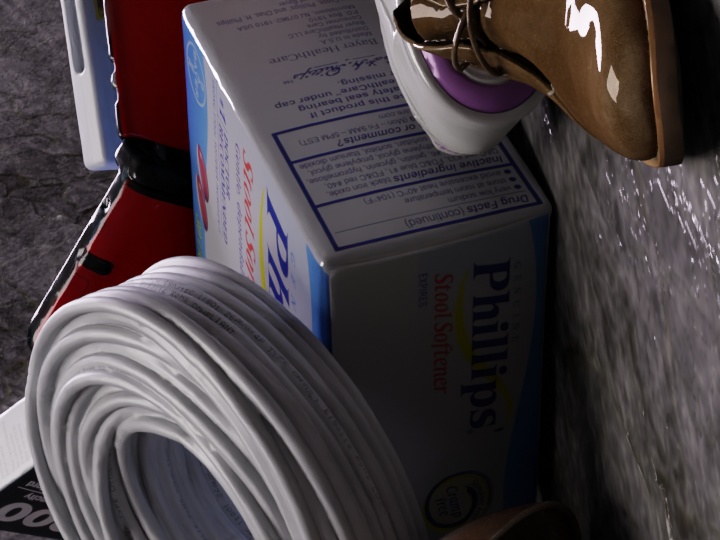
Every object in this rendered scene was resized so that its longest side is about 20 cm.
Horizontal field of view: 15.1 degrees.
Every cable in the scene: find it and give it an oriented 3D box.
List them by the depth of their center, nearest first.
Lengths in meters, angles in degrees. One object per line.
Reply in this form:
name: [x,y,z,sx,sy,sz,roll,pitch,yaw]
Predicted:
cable: [-0.054,0.092,1.109,0.200,0.069,0.201,36,140,30]

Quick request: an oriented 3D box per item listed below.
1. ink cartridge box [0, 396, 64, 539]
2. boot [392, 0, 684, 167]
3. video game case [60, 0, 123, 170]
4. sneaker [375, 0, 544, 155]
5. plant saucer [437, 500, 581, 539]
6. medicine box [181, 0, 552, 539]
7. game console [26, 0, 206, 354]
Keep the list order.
ink cartridge box: [-0.104,0.106,1.365,0.200,0.197,0.044,-33,56,36]
boot: [0.056,-0.076,0.881,0.200,0.075,0.074,-121,25,-69]
video game case: [-0.070,-0.147,1.388,0.023,0.199,0.184,-13,85,49]
sneaker: [0.022,-0.139,1.064,0.100,0.074,0.202,110,151,-73]
plant saucer: [0.024,0.177,1.064,0.201,0.036,0.201,-49,-29,-38]
medicine box: [0.000,0.000,1.182,0.200,0.102,0.183,-119,22,-48]
game console: [-0.070,-0.037,1.346,0.173,0.199,0.119,-57,45,20]
